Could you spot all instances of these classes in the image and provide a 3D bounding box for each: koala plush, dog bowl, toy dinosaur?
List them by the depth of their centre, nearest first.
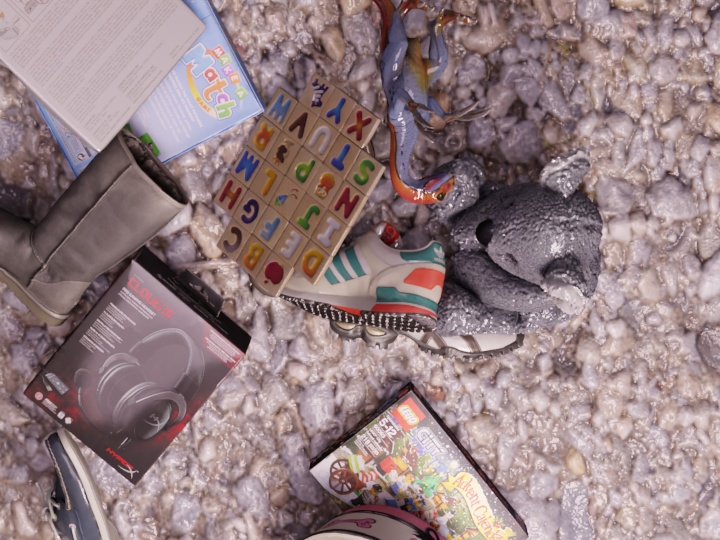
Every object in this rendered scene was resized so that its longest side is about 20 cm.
[{"bbox_3d":[0.167,-0.029,1.662,0.182,0.200,0.180,7,76,-13],"label":"koala plush"},{"bbox_3d":[0.054,-0.162,1.685,0.104,0.199,0.183,13,99,-35],"label":"toy dinosaur"},{"bbox_3d":[0.024,0.323,1.782,0.198,0.074,0.202,17,128,22],"label":"dog bowl"}]

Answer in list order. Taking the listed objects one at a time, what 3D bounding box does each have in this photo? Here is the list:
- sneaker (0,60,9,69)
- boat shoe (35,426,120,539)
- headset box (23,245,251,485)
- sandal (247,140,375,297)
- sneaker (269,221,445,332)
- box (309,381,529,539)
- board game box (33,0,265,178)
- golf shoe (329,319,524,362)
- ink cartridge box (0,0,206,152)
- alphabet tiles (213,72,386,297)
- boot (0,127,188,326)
[{"bbox_3d":[-0.360,-0.255,1.678,0.199,0.099,0.078,38,94,11],"label":"sneaker"},{"bbox_3d":[-0.289,0.250,1.796,0.061,0.075,0.202,-18,124,-4],"label":"boat shoe"},{"bbox_3d":[-0.216,0.087,1.773,0.149,0.077,0.200,41,101,-7],"label":"headset box"},{"bbox_3d":[-0.050,-0.059,1.752,0.081,0.055,0.201,33,100,-6],"label":"sandal"},{"bbox_3d":[0.000,0.000,1.705,0.198,0.070,0.094,8,77,38],"label":"sneaker"},{"bbox_3d":[0.060,0.235,1.820,0.136,0.038,0.201,-38,99,8],"label":"box"},{"bbox_3d":[-0.214,-0.180,1.737,0.198,0.037,0.152,-26,100,7],"label":"board game box"},{"bbox_3d":[0.070,0.035,1.760,0.197,0.078,0.096,8,102,-2],"label":"golf shoe"},{"bbox_3d":[-0.263,-0.236,1.636,0.200,0.057,0.163,44,80,-19],"label":"ink cartridge box"},{"bbox_3d":[-0.062,-0.084,1.716,0.166,0.006,0.201,39,104,35],"label":"alphabet tiles"},{"bbox_3d":[-0.288,-0.063,1.716,0.181,0.073,0.200,41,120,-7],"label":"boot"}]
